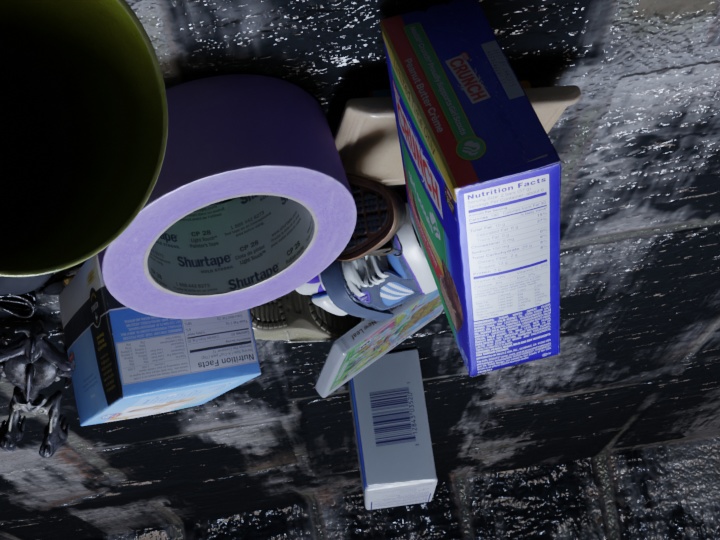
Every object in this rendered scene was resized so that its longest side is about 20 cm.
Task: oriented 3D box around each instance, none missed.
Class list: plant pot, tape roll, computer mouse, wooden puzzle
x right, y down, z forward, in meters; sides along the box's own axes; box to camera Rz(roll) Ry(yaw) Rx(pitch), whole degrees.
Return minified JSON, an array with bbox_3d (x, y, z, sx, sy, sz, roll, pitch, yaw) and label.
[{"bbox_3d":[-0.239,-0.084,0.829,0.185,0.191,0.199,1,175,-30],"label":"plant pot"},{"bbox_3d":[-0.107,-0.052,1.031,0.197,0.086,0.201,-16,151,-9],"label":"tape roll"},{"bbox_3d":[-0.311,0.011,1.264,0.139,0.047,0.199,8,156,-43],"label":"computer mouse"},{"bbox_3d":[0.064,-0.112,1.100,0.182,0.038,0.200,-5,167,-12],"label":"wooden puzzle"}]

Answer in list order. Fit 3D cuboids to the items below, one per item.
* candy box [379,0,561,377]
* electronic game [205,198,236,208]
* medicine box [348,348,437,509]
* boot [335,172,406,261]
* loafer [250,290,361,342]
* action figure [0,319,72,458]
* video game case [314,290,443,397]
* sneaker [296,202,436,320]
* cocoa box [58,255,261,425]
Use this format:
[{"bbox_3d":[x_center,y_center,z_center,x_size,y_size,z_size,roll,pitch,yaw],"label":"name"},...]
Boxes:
[{"bbox_3d":[0.079,-0.055,0.940,0.076,0.171,0.201,-15,140,-5],"label":"candy box"},{"bbox_3d":[-0.177,-0.053,1.142,0.197,0.042,0.200,-9,162,-3],"label":"electronic game"},{"bbox_3d":[0.043,0.228,1.908,0.101,0.185,0.200,-7,163,-3],"label":"medicine box"},{"bbox_3d":[0.006,-0.046,1.131,0.096,0.076,0.199,-8,180,-30],"label":"boot"},{"bbox_3d":[-0.075,0.038,1.436,0.068,0.077,0.199,-9,169,39],"label":"loafer"},{"bbox_3d":[-0.359,0.111,1.481,0.117,0.103,0.202,4,134,-13],"label":"action figure"},{"bbox_3d":[0.034,0.064,1.518,0.181,0.022,0.200,-35,169,-17],"label":"video game case"},{"bbox_3d":[0.000,0.000,1.332,0.144,0.082,0.200,-15,168,4],"label":"sneaker"},{"bbox_3d":[-0.187,0.057,1.232,0.131,0.133,0.200,-8,171,-24],"label":"cocoa box"}]
